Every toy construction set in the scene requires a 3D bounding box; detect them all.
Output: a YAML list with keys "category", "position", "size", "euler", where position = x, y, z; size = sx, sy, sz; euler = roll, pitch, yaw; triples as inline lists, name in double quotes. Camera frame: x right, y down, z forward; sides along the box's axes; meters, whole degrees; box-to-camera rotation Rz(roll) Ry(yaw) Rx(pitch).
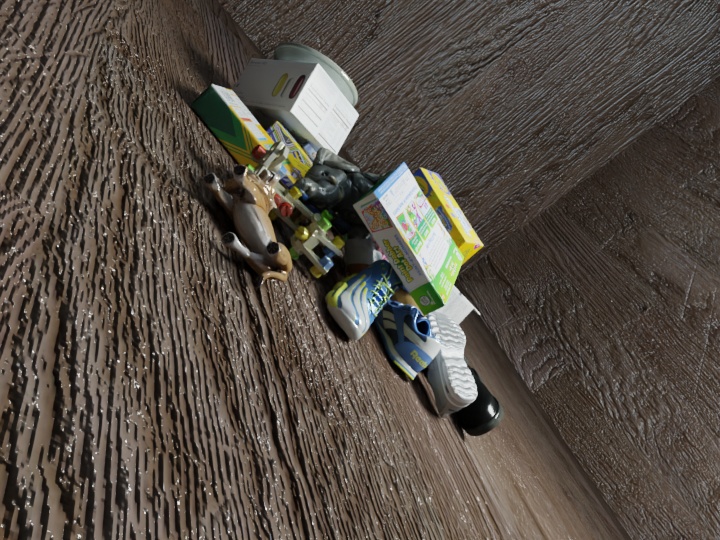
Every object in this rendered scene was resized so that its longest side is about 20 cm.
- category: "toy construction set"
  position: [-0.105, -0.092, 0.874]
  size: [0.200, 0.092, 0.131]
  euler: [59, 5, -31]

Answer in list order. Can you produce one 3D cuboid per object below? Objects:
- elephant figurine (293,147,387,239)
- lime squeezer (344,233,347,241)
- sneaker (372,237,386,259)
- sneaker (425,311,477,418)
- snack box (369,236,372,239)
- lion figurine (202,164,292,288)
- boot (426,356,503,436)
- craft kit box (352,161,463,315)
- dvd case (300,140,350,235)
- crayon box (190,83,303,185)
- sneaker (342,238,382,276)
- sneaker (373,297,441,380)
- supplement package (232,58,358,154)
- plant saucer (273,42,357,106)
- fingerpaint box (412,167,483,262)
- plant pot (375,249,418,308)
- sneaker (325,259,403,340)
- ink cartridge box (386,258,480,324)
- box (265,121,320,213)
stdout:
- category: "elephant figurine"
  position: [-0.044, -0.142, 1.055]
  size: [0.199, 0.155, 0.142]
  euler: [20, 67, -29]
- category: "lime squeezer"
  position: [0.001, -0.049, 1.293]
  size: [0.071, 0.038, 0.200]
  euler: [36, -5, 10]
- category: "sneaker"
  position: [0.065, -0.087, 1.271]
  size: [0.079, 0.095, 0.201]
  euler: [33, 29, -60]
- category: "sneaker"
  position: [0.132, 0.152, 1.040]
  size: [0.075, 0.082, 0.200]
  euler: [21, 38, -21]
- category: "snack box"
  position: [0.080, -0.011, 1.482]
  size: [0.169, 0.068, 0.200]
  euler: [56, 10, 11]
- category: "lion figurine"
  position: [-0.119, -0.046, 0.715]
  size: [0.123, 0.072, 0.201]
  euler: [61, 10, -63]
- category: "boot"
  position: [0.164, 0.189, 1.108]
  size: [0.158, 0.079, 0.211]
  euler: [52, 4, -17]
- category: "craft kit box"
  position: [0.084, -0.057, 0.972]
  size: [0.198, 0.048, 0.200]
  euler: [54, 26, -8]
- category: "dvd case"
  position: [-0.072, -0.162, 1.268]
  size: [0.200, 0.018, 0.143]
  euler: [50, -21, -10]
- category: "crayon box"
  position: [-0.181, -0.208, 1.025]
  size: [0.200, 0.052, 0.126]
  euler: [50, 10, -7]
- category: "sneaker"
  position: [0.000, 0.000, 1.135]
  size: [0.200, 0.072, 0.085]
  euler: [46, 43, -78]
- category: "sneaker"
  position: [0.073, 0.091, 1.030]
  size: [0.074, 0.082, 0.200]
  euler: [42, 13, -39]
- category: "supplement package"
  position: [-0.136, -0.324, 1.233]
  size: [0.200, 0.111, 0.156]
  euler: [19, -15, 39]
- category: "plant saucer"
  position: [-0.103, -0.387, 1.290]
  size: [0.200, 0.050, 0.200]
  euler: [28, -12, 7]
- category: "fingerpaint box"
  position: [0.133, -0.082, 1.293]
  size: [0.073, 0.167, 0.200]
  euler: [8, 48, -48]
- category: "plant pot"
  position: [0.094, 0.034, 1.299]
  size: [0.200, 0.027, 0.200]
  euler: [33, 33, -24]
- category: "sneaker"
  position: [0.011, 0.028, 0.895]
  size: [0.076, 0.105, 0.200]
  euler: [50, 9, -11]
- category: "ink cartridge box"
  position: [0.136, 0.041, 1.169]
  size: [0.116, 0.067, 0.200]
  euler: [43, 1, 41]
- category: "box"
  position: [-0.116, -0.181, 1.169]
  size: [0.200, 0.070, 0.064]
  euler: [50, 6, -12]
